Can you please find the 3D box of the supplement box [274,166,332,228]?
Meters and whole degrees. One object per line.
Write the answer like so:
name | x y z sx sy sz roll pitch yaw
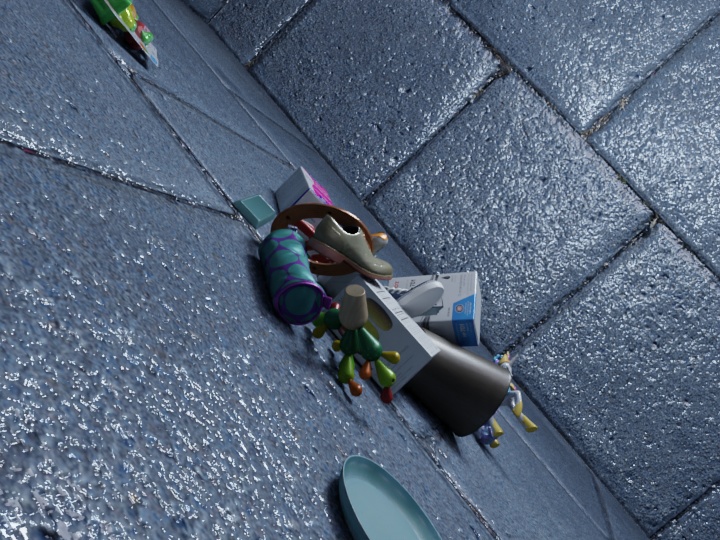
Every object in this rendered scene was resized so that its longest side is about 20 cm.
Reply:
supplement box | -0.138 -0.166 1.685 0.101 0.103 0.200 42 9 -26

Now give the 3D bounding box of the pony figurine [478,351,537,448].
pony figurine | 0.309 0.308 1.607 0.166 0.192 0.201 36 33 -40

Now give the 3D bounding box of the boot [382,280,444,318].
boot | 0.070 0.057 1.366 0.073 0.199 0.091 32 29 -50

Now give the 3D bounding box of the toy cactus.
toy cactus | -0.004 0.098 1.064 0.200 0.101 0.166 48 -37 45

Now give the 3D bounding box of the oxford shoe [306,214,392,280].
oxford shoe | -0.003 -0.037 1.229 0.199 0.074 0.071 25 3 -43

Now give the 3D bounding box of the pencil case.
pencil case | -0.113 0.005 1.119 0.091 0.086 0.200 5 28 -18

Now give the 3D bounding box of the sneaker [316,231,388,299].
sneaker | 0.000 0.000 1.377 0.075 0.200 0.092 -19 73 -49

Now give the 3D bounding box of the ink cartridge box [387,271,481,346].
ink cartridge box | 0.154 0.087 1.455 0.147 0.198 0.086 -77 157 -46

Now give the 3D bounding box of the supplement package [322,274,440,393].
supplement package | 0.036 0.116 1.265 0.200 0.114 0.109 47 10 11

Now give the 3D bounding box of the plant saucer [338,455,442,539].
plant saucer | 0.040 0.302 0.777 0.200 0.027 0.200 46 9 -9

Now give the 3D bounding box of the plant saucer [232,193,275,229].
plant saucer | -0.217 -0.129 1.422 0.070 0.019 0.200 47 8 -6

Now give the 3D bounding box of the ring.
ring | -0.072 -0.059 1.288 0.200 0.199 0.019 42 42 -31

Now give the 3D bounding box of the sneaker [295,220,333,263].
sneaker | -0.085 -0.049 1.519 0.200 0.078 0.116 48 10 -6

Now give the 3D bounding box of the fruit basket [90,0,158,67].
fruit basket | -0.543 -0.590 1.607 0.200 0.094 0.186 46 9 -33

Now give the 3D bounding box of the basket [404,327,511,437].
basket | 0.173 0.216 1.380 0.199 0.181 0.136 36 22 -14
